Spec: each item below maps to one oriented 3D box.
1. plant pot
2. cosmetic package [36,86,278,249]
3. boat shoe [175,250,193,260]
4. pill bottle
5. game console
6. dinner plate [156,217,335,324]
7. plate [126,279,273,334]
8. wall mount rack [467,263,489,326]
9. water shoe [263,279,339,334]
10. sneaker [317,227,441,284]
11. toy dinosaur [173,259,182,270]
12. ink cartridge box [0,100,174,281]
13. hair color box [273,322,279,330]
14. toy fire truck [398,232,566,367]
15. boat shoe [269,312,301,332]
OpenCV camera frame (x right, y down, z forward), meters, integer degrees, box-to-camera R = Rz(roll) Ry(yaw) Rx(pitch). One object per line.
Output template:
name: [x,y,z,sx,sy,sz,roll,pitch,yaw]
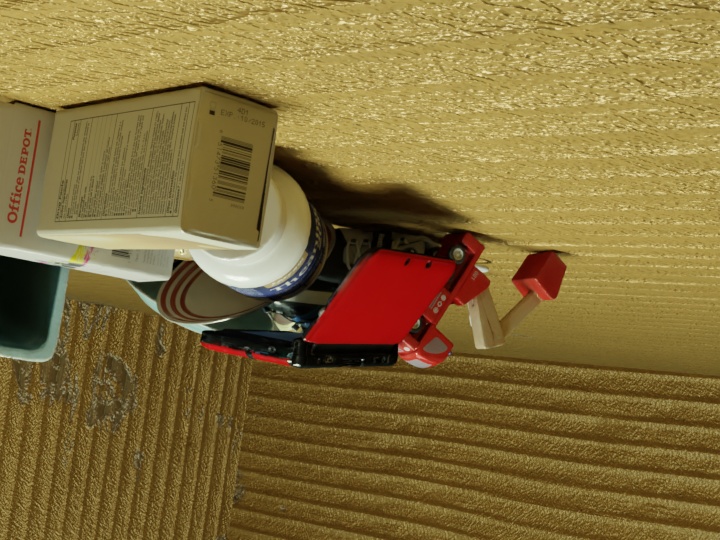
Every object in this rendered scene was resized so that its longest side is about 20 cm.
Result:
plant pot: [-0.377,-0.039,1.103,0.195,0.198,0.200,11,178,-30]
cosmetic package: [-0.154,-0.070,0.913,0.071,0.106,0.199,13,173,-42]
boat shoe: [-0.176,-0.047,1.233,0.199,0.074,0.069,1,-162,-44]
pill bottle: [-0.093,-0.036,1.093,0.110,0.112,0.200,7,174,6]
game console: [-0.028,0.031,1.185,0.171,0.119,0.200,9,180,28]
dinner plate: [-0.115,0.003,1.276,0.199,0.024,0.200,-18,-154,9]
plate: [-0.196,0.036,1.451,0.199,0.026,0.200,25,-166,-7]
wall mount rack: [0.072,0.022,1.582,0.199,0.075,0.174,6,174,23]
water shoe: [-0.042,0.053,1.323,0.199,0.079,0.072,10,-168,-10]
sneaker: [0.030,-0.016,1.371,0.199,0.075,0.088,8,160,-20]
toy dinosaur: [-0.209,-0.038,1.430,0.200,0.103,0.135,-30,-145,-34]
ink cartridge box: [-0.249,-0.064,1.013,0.199,0.116,0.068,13,171,-35]
hair color box: [-0.051,0.051,1.672,0.099,0.061,0.200,-8,-171,43]
toy fire truck: [0.123,0.036,1.331,0.141,0.200,0.049,41,159,-21]
boat shoe: [-0.118,0.000,1.498,0.200,0.073,0.065,41,169,46]
